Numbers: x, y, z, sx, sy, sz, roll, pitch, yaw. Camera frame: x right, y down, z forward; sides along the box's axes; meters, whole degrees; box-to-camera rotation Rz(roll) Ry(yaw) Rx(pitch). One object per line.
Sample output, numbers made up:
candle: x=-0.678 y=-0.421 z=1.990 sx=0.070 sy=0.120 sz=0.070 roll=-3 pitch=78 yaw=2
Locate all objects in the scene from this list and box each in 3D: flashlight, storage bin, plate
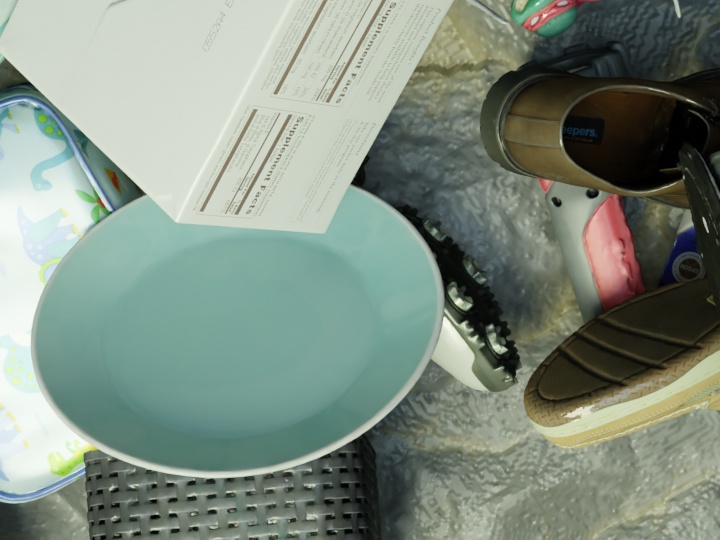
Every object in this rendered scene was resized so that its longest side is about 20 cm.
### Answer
flashlight: x=0.136 y=-0.018 z=1.109 sx=0.068 sy=0.068 sz=0.201 roll=-22 pitch=104 yaw=-9
storage bin: x=-0.058 y=0.136 z=1.072 sx=0.135 sy=0.200 sz=0.094 roll=-6 pitch=82 yaw=2
plate: x=-0.058 y=0.027 z=1.012 sx=0.199 sy=0.201 sz=0.026 roll=-5 pitch=136 yaw=2

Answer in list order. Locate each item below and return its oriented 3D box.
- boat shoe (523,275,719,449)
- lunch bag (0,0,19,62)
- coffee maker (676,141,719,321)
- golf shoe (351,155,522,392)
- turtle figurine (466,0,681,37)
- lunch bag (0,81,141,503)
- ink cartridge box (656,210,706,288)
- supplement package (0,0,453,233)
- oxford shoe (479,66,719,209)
boat shoe: x=0.180 y=0.046 z=1.076 sx=0.200 sy=0.072 sz=0.076 roll=-27 pitch=125 yaw=-7
lunch bag: x=-0.228 y=-0.158 z=1.038 sx=0.160 sy=0.077 sz=0.200 roll=44 pitch=76 yaw=-13
coffee maker: x=0.265 y=-0.001 z=0.972 sx=0.199 sy=0.135 sz=0.192 roll=-17 pitch=138 yaw=5
golf shoe: x=0.000 y=0.000 z=1.117 sx=0.200 sy=0.077 sz=0.088 roll=45 pitch=108 yaw=-1
turtle figurine: x=0.066 y=-0.185 z=1.049 sx=0.149 sy=0.101 sz=0.200 roll=-30 pitch=87 yaw=-7
lunch bag: x=-0.181 y=0.011 z=1.111 sx=0.160 sy=0.082 sz=0.200 roll=-30 pitch=103 yaw=7
ink cartridge box: x=0.237 y=-0.063 z=1.113 sx=0.094 sy=0.037 sz=0.201 roll=18 pitch=106 yaw=-5
supplement package: x=-0.051 y=-0.144 z=0.987 sx=0.156 sy=0.111 sz=0.200 roll=43 pitch=113 yaw=32
oxford shoe: x=0.165 y=-0.061 z=1.035 sx=0.199 sy=0.084 sz=0.073 roll=-3 pitch=101 yaw=-24
